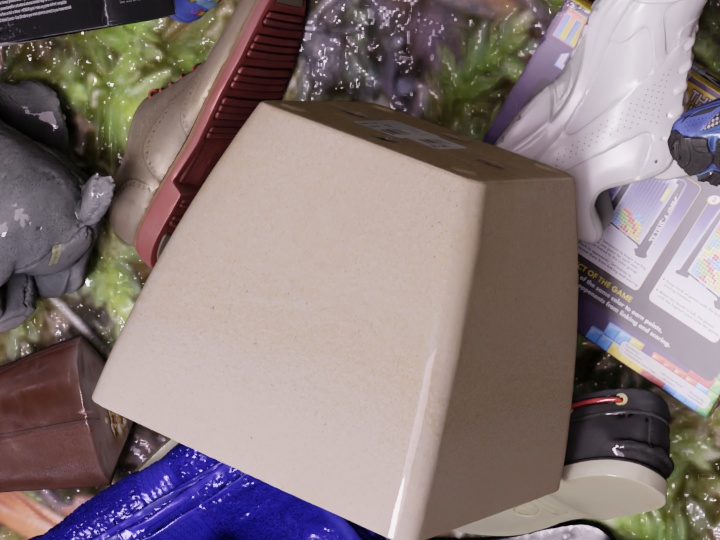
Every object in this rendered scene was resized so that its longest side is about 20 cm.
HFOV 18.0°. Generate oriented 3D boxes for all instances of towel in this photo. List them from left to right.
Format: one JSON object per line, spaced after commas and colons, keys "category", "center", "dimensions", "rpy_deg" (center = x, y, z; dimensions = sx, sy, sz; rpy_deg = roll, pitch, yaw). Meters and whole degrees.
{"category": "towel", "center": [-0.094, 0.177, 1.380], "dimensions": [0.200, 0.050, 0.148], "rpy_deg": [-31, 116, 20]}

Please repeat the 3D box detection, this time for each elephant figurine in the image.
{"category": "elephant figurine", "center": [-0.253, -0.071, 1.430], "dimensions": [0.155, 0.142, 0.200], "rpy_deg": [-27, 72, -7]}

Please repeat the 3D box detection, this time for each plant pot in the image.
{"category": "plant pot", "center": [0.010, 0.013, 1.210], "dimensions": [0.199, 0.200, 0.178], "rpy_deg": [23, 103, 25]}

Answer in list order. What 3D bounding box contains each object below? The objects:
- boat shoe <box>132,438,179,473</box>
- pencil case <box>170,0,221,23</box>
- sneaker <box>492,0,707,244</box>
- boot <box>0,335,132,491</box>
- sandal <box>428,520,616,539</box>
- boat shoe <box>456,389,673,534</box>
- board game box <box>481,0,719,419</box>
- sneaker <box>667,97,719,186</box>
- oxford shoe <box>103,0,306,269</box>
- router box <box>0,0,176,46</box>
{"category": "boat shoe", "center": [-0.143, 0.172, 1.455], "dimensions": [0.063, 0.074, 0.202], "rpy_deg": [42, 114, 7]}
{"category": "pencil case", "center": [-0.058, -0.235, 1.349], "dimensions": [0.200, 0.078, 0.087], "rpy_deg": [-38, 115, 21]}
{"category": "sneaker", "center": [0.157, -0.100, 1.251], "dimensions": [0.099, 0.078, 0.200], "rpy_deg": [36, 117, 4]}
{"category": "boot", "center": [-0.232, 0.149, 1.483], "dimensions": [0.199, 0.064, 0.187], "rpy_deg": [-12, 96, 17]}
{"category": "sandal", "center": [0.064, 0.198, 1.400], "dimensions": [0.199, 0.045, 0.075], "rpy_deg": [-17, 94, 21]}
{"category": "boat shoe", "center": [0.096, 0.114, 1.343], "dimensions": [0.201, 0.074, 0.063], "rpy_deg": [-14, 55, 39]}
{"category": "board game box", "center": [0.165, -0.039, 1.318], "dimensions": [0.200, 0.057, 0.166], "rpy_deg": [35, 107, 11]}
{"category": "sneaker", "center": [0.246, -0.108, 1.238], "dimensions": [0.200, 0.075, 0.079], "rpy_deg": [-25, 71, -21]}
{"category": "oxford shoe", "center": [-0.103, -0.101, 1.396], "dimensions": [0.075, 0.070, 0.200], "rpy_deg": [36, 103, 26]}
{"category": "router box", "center": [-0.190, -0.214, 1.360], "dimensions": [0.200, 0.051, 0.150], "rpy_deg": [1, 103, 55]}
